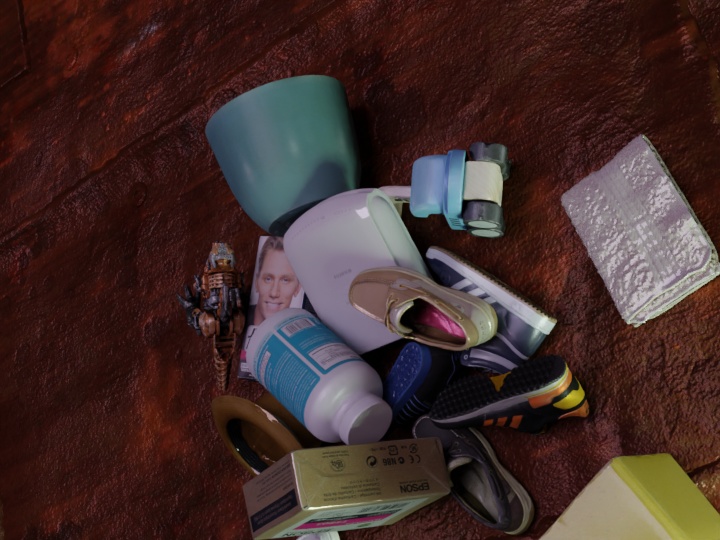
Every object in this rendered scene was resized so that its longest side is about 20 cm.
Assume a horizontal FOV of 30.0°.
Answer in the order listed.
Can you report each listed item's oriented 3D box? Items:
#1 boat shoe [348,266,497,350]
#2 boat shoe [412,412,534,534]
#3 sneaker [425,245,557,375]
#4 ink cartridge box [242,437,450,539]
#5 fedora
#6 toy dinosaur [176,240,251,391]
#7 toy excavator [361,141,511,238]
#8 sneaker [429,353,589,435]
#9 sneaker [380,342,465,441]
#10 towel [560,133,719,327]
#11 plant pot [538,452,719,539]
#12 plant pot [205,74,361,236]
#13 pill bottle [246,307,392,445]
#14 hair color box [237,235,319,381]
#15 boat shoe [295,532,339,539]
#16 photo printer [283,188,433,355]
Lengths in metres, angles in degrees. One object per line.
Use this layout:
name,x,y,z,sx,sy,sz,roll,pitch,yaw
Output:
boat shoe,0.062,0.047,1.604,0.200,0.069,0.074,14,117,31
boat shoe,0.126,0.238,1.618,0.201,0.066,0.072,46,107,35
sneaker,0.136,0.055,1.654,0.200,0.070,0.109,35,99,34
ink cartridge box,-0.018,0.262,1.608,0.165,0.200,0.075,-44,53,56
fedora,-0.107,0.216,1.768,0.200,0.201,0.082,22,54,38
toy dinosaur,-0.199,0.060,1.851,0.136,0.102,0.200,-149,78,-74
toy excavator,0.087,-0.099,1.699,0.200,0.194,0.100,5,81,10
sneaker,0.175,0.168,1.587,0.200,0.090,0.070,-22,28,36
sneaker,0.061,0.160,1.690,0.200,0.078,0.070,-52,41,43
towel,0.322,-0.046,1.560,0.132,0.034,0.200,-38,59,23
plant pot,0.301,0.329,1.395,0.200,0.194,0.196,45,107,26
plant pot,-0.090,-0.142,1.800,0.200,0.200,0.161,-27,73,29
pill bottle,-0.047,0.139,1.673,0.200,0.111,0.111,40,104,40
hair color box,-0.100,0.056,1.839,0.100,0.060,0.200,3,80,37
boat shoe,-0.104,0.408,1.751,0.200,0.068,0.072,-49,55,18
photo printer,0.000,0.000,1.710,0.166,0.069,0.200,-23,97,37
